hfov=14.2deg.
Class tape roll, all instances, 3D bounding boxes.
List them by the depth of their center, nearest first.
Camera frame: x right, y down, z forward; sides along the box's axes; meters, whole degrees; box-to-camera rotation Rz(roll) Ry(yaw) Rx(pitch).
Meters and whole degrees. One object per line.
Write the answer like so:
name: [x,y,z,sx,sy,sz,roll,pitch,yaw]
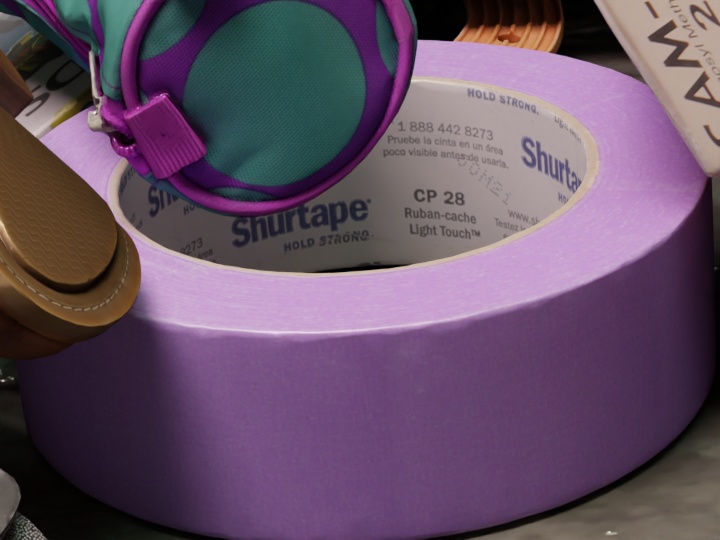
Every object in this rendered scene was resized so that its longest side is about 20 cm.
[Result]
tape roll: [0.000,0.000,0.818,0.200,0.066,0.200,-4,26,2]

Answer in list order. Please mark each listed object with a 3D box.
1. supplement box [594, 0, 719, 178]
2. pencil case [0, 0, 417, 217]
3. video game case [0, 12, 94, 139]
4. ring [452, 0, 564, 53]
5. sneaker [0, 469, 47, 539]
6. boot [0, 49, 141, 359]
supplement box: [0.161,-0.113,0.781,0.200,0.074,0.126,-32,4,11]
pencil case: [-0.064,-0.088,0.839,0.092,0.085,0.200,-25,30,-15]
video game case: [-0.110,-0.095,0.989,0.181,0.026,0.200,-40,34,-8]
ring: [-0.027,-0.087,1.040,0.200,0.019,0.200,-1,30,0]
sneaker: [-0.099,0.096,0.619,0.114,0.076,0.200,-26,30,-33]
boot: [-0.145,0.010,0.743,0.155,0.077,0.200,-44,35,4]
